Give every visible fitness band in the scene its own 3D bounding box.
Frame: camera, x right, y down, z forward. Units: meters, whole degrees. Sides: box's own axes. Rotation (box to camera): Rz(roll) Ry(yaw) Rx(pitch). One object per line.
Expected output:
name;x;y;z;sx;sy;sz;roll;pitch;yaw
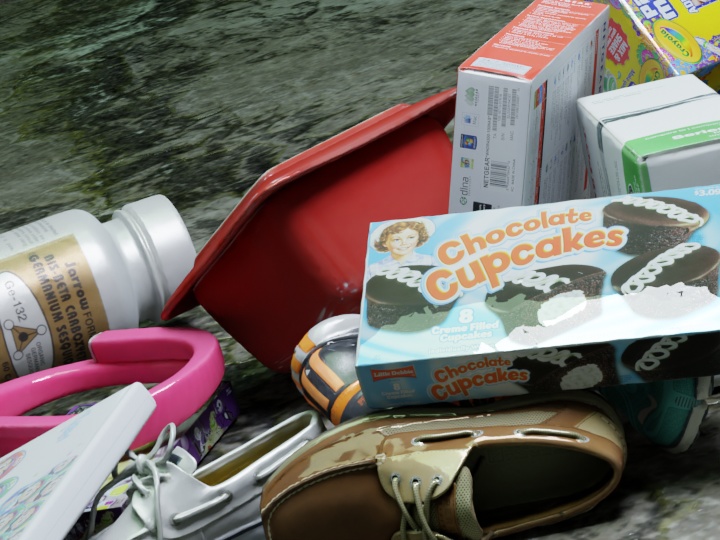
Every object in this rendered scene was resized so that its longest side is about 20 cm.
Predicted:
fitness band;-0.173;0.081;1.681;0.200;0.038;0.144;-5;20;43

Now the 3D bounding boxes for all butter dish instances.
butter dish;0.000;0.000;1.693;0.199;0.148;0.200;-28;-11;-35

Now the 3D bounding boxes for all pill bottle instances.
pill bottle;-0.222;0.019;1.902;0.200;0.115;0.114;-21;16;-18

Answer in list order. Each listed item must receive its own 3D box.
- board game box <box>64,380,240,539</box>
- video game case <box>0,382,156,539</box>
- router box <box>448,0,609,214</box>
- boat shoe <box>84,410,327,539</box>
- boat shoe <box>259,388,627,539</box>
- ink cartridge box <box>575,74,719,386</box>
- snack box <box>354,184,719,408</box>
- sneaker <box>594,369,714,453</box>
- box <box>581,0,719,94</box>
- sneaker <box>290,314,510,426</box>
board game box;-0.163;0.125;1.634;0.120;0.032;0.200;-15;15;21
video game case;-0.217;0.152;1.446;0.182;0.024;0.200;-30;15;30
router box;0.106;-0.055;1.666;0.049;0.201;0.179;10;23;18
boat shoe;-0.103;0.126;1.449;0.202;0.086;0.075;-21;15;-19
boat shoe;0.045;0.112;1.377;0.200;0.076;0.074;-17;18;1
ink cartridge box;0.196;-0.028;1.576;0.083;0.147;0.200;-13;16;-3
snack box;0.100;0.013;1.411;0.199;0.037;0.116;-6;41;11
sneaker;0.133;0.042;1.456;0.079;0.078;0.200;5;19;-26
box;0.235;-0.158;1.877;0.192;0.122;0.200;-24;-20;-28
sneaker;0.066;0.076;1.505;0.200;0.078;0.112;-7;33;-26
